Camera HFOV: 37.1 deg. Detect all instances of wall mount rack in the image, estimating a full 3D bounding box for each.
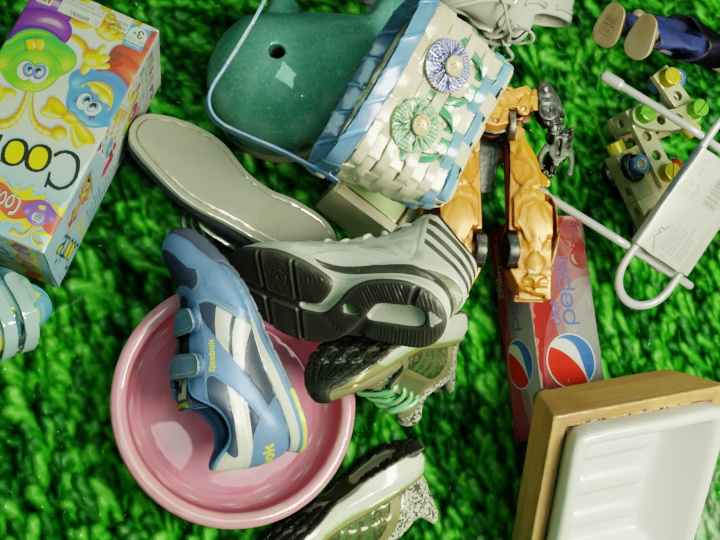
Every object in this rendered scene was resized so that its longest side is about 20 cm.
[{"bbox_3d":[0.257,-0.074,0.948,0.174,0.075,0.200,29,98,-24],"label":"wall mount rack"}]

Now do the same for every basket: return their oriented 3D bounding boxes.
[{"bbox_3d":[0.004,-0.150,0.823,0.200,0.139,0.176,27,84,-8],"label":"basket"}]

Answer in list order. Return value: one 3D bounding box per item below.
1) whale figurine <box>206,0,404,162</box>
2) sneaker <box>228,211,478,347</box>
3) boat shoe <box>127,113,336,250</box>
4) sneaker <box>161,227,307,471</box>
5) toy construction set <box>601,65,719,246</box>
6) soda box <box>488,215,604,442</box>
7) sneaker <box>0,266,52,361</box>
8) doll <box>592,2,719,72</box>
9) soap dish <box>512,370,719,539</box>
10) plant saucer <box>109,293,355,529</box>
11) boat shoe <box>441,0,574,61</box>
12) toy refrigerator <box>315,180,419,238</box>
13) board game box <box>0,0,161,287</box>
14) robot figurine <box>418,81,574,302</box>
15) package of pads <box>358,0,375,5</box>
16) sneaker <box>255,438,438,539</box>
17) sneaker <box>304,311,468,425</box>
[{"bbox_3d":[-0.036,-0.180,0.921,0.200,0.104,0.159,-26,75,-7],"label":"whale figurine"},{"bbox_3d":[0.000,0.000,0.855,0.115,0.200,0.076,-43,135,-48],"label":"sneaker"},{"bbox_3d":[-0.113,-0.058,0.907,0.200,0.062,0.075,30,57,-16],"label":"boat shoe"},{"bbox_3d":[-0.114,0.062,0.826,0.082,0.074,0.200,-24,86,-19],"label":"sneaker"},{"bbox_3d":[0.312,-0.097,1.049,0.131,0.092,0.200,-26,77,-21],"label":"toy construction set"},{"bbox_3d":[0.171,0.053,0.979,0.070,0.063,0.200,-2,79,-20],"label":"soda box"},{"bbox_3d":[-0.283,0.058,0.781,0.131,0.080,0.200,-7,40,-25],"label":"sneaker"},{"bbox_3d":[0.318,-0.230,1.066,0.200,0.136,0.048,-1,118,-40],"label":"doll"},{"bbox_3d":[0.210,0.179,0.904,0.157,0.081,0.200,-8,123,-18],"label":"soap dish"},{"bbox_3d":[-0.106,0.110,0.884,0.200,0.051,0.201,4,78,-18],"label":"plant saucer"},{"bbox_3d":[0.138,-0.240,1.009,0.202,0.075,0.086,-18,107,-49],"label":"boat shoe"},{"bbox_3d":[0.049,-0.120,0.973,0.076,0.070,0.200,37,71,-8],"label":"toy refrigerator"},{"bbox_3d":[-0.247,-0.106,0.849,0.103,0.105,0.200,23,72,-3],"label":"board game box"},{"bbox_3d":[0.109,-0.073,0.915,0.145,0.058,0.200,2,81,-7],"label":"robot figurine"},{"bbox_3d":[-0.015,-0.321,0.991,0.200,0.076,0.121,17,74,-14],"label":"package of pads"},{"bbox_3d":[-0.010,0.227,0.883,0.200,0.077,0.089,-34,99,-19],"label":"sneaker"},{"bbox_3d":[0.032,0.089,0.883,0.200,0.077,0.089,-17,101,-52],"label":"sneaker"}]
